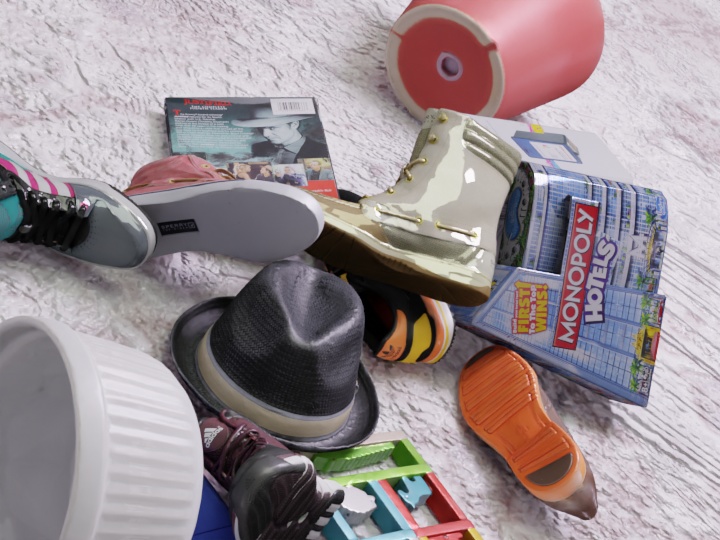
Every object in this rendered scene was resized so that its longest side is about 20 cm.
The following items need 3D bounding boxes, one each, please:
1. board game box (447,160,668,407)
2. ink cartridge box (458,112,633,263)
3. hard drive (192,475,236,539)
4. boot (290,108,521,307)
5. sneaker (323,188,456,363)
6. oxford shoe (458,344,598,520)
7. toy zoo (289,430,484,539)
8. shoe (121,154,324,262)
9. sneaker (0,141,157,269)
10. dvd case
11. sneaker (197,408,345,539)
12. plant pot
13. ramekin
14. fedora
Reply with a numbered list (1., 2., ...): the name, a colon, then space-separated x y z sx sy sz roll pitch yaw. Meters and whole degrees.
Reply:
1. board game box: 0.176 0.009 1.843 0.200 0.200 0.062 10 0 -29
2. ink cartridge box: 0.135 -0.060 1.942 0.200 0.145 0.088 5 38 -35
3. hard drive: -0.181 0.142 1.499 0.132 0.025 0.200 -9 50 -47
4. boot: 0.033 -0.070 1.765 0.200 0.072 0.155 21 69 -12
5. sneaker: 0.000 0.000 1.812 0.090 0.070 0.200 -1 46 -46
6. oxford shoe: 0.142 0.140 1.765 0.073 0.071 0.200 50 8 -39
7. toy zoo: 0.036 0.207 1.601 0.131 0.020 0.200 -4 46 -44
8. shoe: -0.115 -0.058 1.711 0.200 0.072 0.091 -3 31 22
9. sneaker: -0.265 -0.041 1.625 0.200 0.084 0.121 24 26 2
10. dvd case: -0.097 -0.093 1.859 0.146 0.022 0.200 -1 41 -11
11. sneaker: -0.087 0.143 1.486 0.116 0.076 0.200 37 -5 16
12. plant pot: 0.130 -0.240 2.166 0.200 0.200 0.177 38 40 11
13. ramekin: -0.188 0.135 1.341 0.105 0.200 0.200 12 36 -36
14. fedora: -0.055 0.054 1.647 0.201 0.092 0.201 20 26 -10
